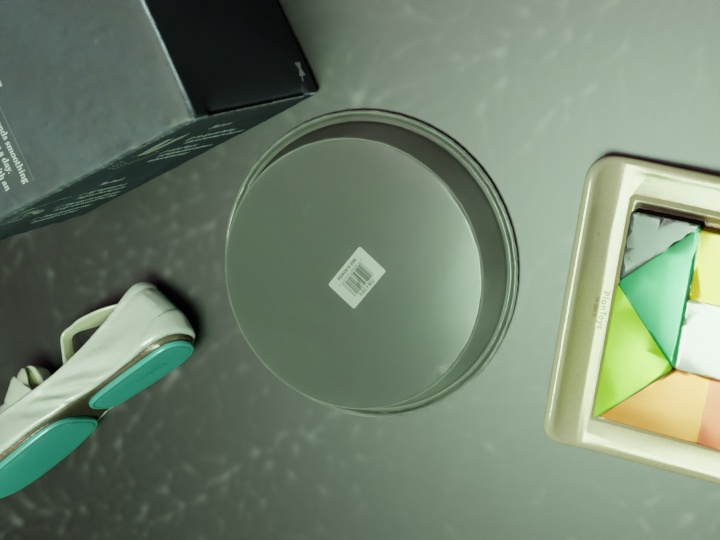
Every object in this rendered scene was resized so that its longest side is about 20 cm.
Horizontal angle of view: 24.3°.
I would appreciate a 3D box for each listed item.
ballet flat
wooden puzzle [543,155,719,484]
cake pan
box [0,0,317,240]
[{"bbox_3d":[-0.197,0.078,1.140,0.200,0.069,0.070,-38,88,17],"label":"ballet flat"},{"bbox_3d":[0.218,0.039,1.002,0.199,0.037,0.187,12,104,16],"label":"wooden puzzle"},{"bbox_3d":[0.000,0.000,1.067,0.199,0.037,0.202,4,102,17],"label":"cake pan"},{"bbox_3d":[-0.162,-0.110,1.014,0.199,0.197,0.118,-24,92,21],"label":"box"}]
